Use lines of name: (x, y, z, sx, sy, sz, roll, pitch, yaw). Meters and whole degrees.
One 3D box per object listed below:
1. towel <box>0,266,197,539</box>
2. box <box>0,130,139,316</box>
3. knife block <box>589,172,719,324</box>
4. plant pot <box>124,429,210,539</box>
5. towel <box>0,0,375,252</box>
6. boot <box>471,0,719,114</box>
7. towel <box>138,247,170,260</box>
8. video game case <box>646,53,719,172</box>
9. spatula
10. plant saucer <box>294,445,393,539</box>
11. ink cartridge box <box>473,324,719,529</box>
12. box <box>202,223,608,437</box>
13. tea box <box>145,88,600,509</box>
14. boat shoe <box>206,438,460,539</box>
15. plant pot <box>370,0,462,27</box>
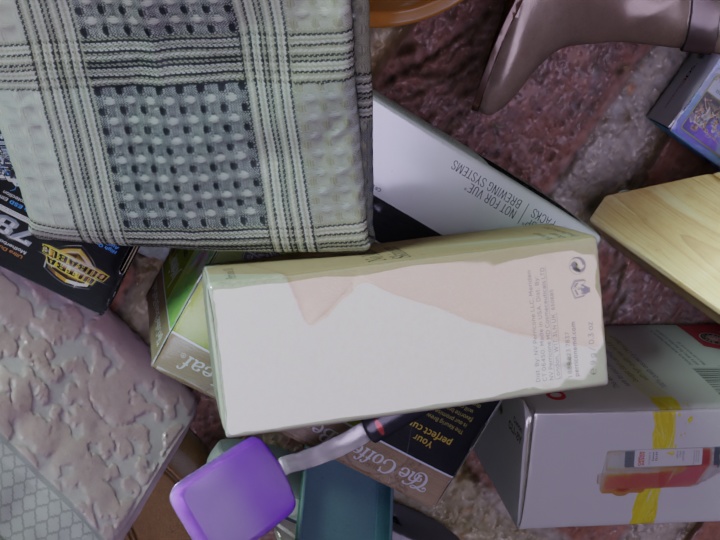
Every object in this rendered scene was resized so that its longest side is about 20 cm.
towel: (-0.195, 0.078, 0.751, 0.032, 0.192, 0.200, -22, 119, 35)
box: (-0.186, -0.095, 0.682, 0.198, 0.050, 0.199, 27, 128, -8)
knife block: (0.252, 0.025, 0.795, 0.198, 0.064, 0.178, -11, 68, 24)
plant pot: (-0.181, 0.183, 0.860, 0.197, 0.028, 0.203, -3, 108, -11)
towel: (-0.088, -0.091, 0.613, 0.190, 0.035, 0.202, 4, 127, 9)
boot: (0.168, -0.167, 0.792, 0.145, 0.070, 0.202, 22, 91, -3)
towel: (-0.165, -0.119, 0.762, 0.198, 0.048, 0.173, 26, 99, -17)
video game case: (0.321, -0.121, 0.861, 0.199, 0.045, 0.182, 32, 98, -18)
spatula: (-0.011, 0.097, 0.731, 0.198, 0.021, 0.057, -28, 106, -1)
plant saucer: (-0.012, 0.161, 0.807, 0.069, 0.201, 0.019, 29, 123, -18)
ink cartridge box: (0.178, 0.097, 0.846, 0.197, 0.145, 0.085, 1, 108, -11)
box: (0.019, 0.028, 0.673, 0.197, 0.095, 0.079, -7, 98, -9)
tea box: (0.000, 0.000, 0.785, 0.199, 0.134, 0.198, 29, 98, -18)
boat shoe: (-0.023, 0.180, 0.872, 0.198, 0.071, 0.070, 27, 102, -22)
plant pot: (0.019, -0.227, 0.694, 0.197, 0.183, 0.203, -3, 107, -11)
